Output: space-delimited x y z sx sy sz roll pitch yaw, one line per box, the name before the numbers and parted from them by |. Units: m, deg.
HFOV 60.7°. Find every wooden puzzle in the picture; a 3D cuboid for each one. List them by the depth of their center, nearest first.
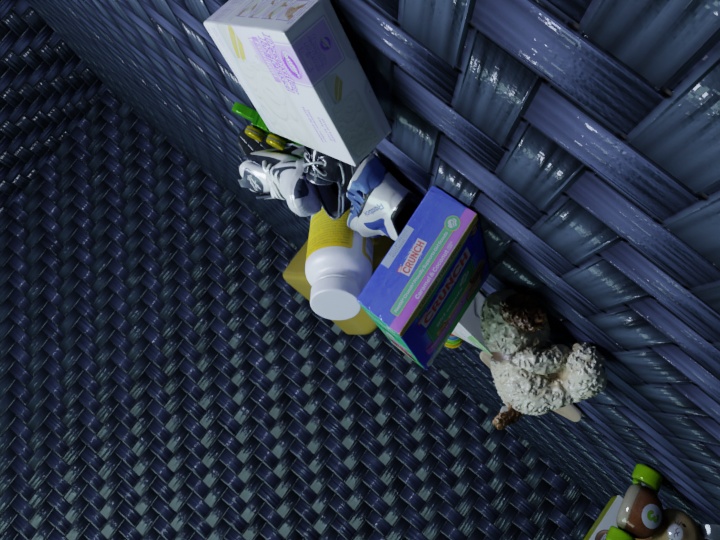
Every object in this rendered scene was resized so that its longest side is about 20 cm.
wooden puzzle | 0.367 0.241 1.334 0.184 0.038 0.199 42 169 -12

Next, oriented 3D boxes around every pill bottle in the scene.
pill bottle | -0.033 -0.030 0.987 0.107 0.205 0.113 2 143 2

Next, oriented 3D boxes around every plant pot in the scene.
plant pot | 0.000 0.000 1.161 0.195 0.196 0.199 41 168 -18

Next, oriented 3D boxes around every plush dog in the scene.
plush dog | 0.224 0.111 0.871 0.176 0.157 0.200 65 172 1

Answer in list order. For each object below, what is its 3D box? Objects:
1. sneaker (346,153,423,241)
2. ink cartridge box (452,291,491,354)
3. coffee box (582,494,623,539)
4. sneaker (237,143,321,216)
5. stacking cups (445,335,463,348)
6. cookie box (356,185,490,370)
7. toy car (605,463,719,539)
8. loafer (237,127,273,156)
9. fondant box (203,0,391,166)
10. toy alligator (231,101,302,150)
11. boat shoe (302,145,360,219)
sneaker | 0.043 -0.071 0.860 0.115 0.081 0.200 40 172 12
ink cartridge box | 0.171 0.069 1.127 0.117 0.068 0.199 42 174 -23
coffee box | 0.876 0.895 2.041 0.196 0.201 0.200 36 174 25
sneaker | -0.125 -0.130 0.912 0.202 0.125 0.081 -93 -11 -53
stacking cups | 0.206 0.131 1.378 0.060 0.061 0.200 37 173 16
cookie box | 0.090 0.019 0.800 0.074 0.173 0.200 31 172 25
toy car | 0.616 0.517 1.221 0.196 0.167 0.158 23 167 33
loafer | -0.168 -0.207 1.240 0.199 0.073 0.072 43 178 -13
fondant box | -0.069 -0.201 0.631 0.198 0.058 0.146 31 159 50
toy alligator | -0.105 -0.207 0.914 0.196 0.061 0.054 24 179 22
boat shoe | -0.046 -0.145 0.813 0.071 0.068 0.202 29 157 24
